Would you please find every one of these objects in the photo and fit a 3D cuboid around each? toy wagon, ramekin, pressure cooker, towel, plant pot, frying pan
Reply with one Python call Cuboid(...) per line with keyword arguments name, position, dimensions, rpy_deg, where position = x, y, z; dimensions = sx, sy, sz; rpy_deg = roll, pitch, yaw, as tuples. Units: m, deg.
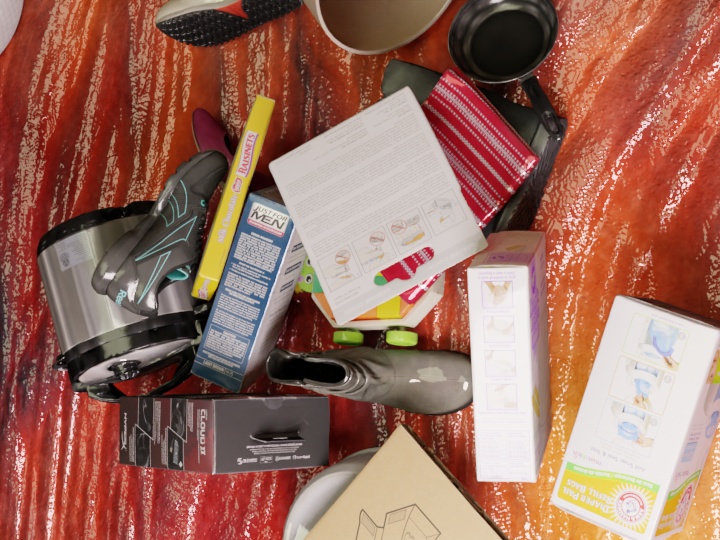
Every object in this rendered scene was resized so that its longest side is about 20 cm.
Cuboid(name="toy wagon", position=(0.000, 0.000, 1.474), dimensions=(0.198, 0.039, 0.157), rpy_deg=(-3, 76, 35))
Cuboid(name="ramekin", position=(0.010, 0.281, 1.426), dimensions=(0.200, 0.094, 0.205), rpy_deg=(-3, 85, 30))
Cuboid(name="pressure cooker", position=(-0.255, 0.043, 1.544), dimensions=(0.176, 0.177, 0.202), rpy_deg=(-36, 69, 57))
Cuboid(name="towel", position=(0.069, -0.083, 1.394), dimensions=(0.200, 0.022, 0.145), rpy_deg=(-49, 62, 19))
Cuboid(name="plant pot", position=(-0.016, -0.357, 1.462), dimensions=(0.188, 0.186, 0.200), rpy_deg=(-54, 50, 15))
Cuboid(name="frying pan", position=(0.168, -0.214, 1.396), dimensions=(0.115, 0.031, 0.190), rpy_deg=(-46, 60, -4))

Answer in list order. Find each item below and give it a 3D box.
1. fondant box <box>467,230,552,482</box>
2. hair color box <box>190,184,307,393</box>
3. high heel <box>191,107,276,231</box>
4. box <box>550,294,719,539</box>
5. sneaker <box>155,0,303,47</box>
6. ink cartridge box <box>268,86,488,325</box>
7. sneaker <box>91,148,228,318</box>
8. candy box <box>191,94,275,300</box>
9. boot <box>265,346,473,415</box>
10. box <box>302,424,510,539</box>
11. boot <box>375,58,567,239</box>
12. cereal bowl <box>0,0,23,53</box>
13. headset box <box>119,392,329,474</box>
Cuboid(name="fondant box", position=(0.141, 0.077, 1.307), dimensions=(0.058, 0.144, 0.202), rpy_deg=(-2, 103, 14))
Cuboid(name="hair color box", position=(-0.107, 0.017, 1.469), dimensions=(0.060, 0.100, 0.202), rpy_deg=(22, 102, 9))
Cuboid(name="high heel", position=(-0.115, -0.112, 1.560), dimensions=(0.095, 0.067, 0.201), rpy_deg=(-29, 73, 5))
Cuboid(name="box", position=(0.264, 0.134, 1.284), dimensions=(0.101, 0.112, 0.202), rpy_deg=(20, 96, 28))
Cuboid(name="sneaker", position=(-0.144, -0.323, 1.590), dimensions=(0.198, 0.070, 0.094), rpy_deg=(-15, 61, 30))
Cuboid(name="ink cartridge box", position=(0.017, -0.057, 1.340), dimensions=(0.161, 0.057, 0.201), rpy_deg=(-28, 64, 6))
Cuboid(name="sneaker", position=(-0.191, -0.037, 1.455), dimensions=(0.079, 0.076, 0.201), rpy_deg=(34, 70, 6))
Cuboid(name="candy box", position=(-0.133, -0.074, 1.464), dimensions=(0.026, 0.102, 0.202), rpy_deg=(17, 75, -5))
Cuboid(name="boot", position=(0.012, 0.110, 1.418), dimensions=(0.198, 0.130, 0.069), rpy_deg=(1, 86, 29))
Cuboid(name="box", position=(0.033, 0.276, 1.348), dimensions=(0.164, 0.021, 0.201), rpy_deg=(46, 107, 24))
Cuboid(name="boot", position=(0.090, -0.112, 1.427), dimensions=(0.199, 0.066, 0.166), rpy_deg=(24, 87, 24))
Cuboid(name="cereal bowl", position=(-0.528, -0.355, 1.792), dimensions=(0.198, 0.083, 0.203), rpy_deg=(-3, 84, 30))
Cuboid(name="headset box", position=(-0.136, 0.166, 1.454), dimensions=(0.199, 0.148, 0.078), rpy_deg=(-3, 86, 49))
